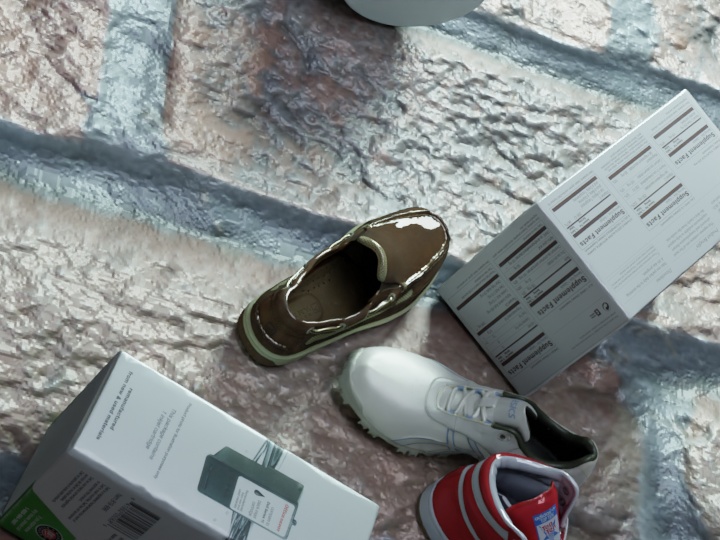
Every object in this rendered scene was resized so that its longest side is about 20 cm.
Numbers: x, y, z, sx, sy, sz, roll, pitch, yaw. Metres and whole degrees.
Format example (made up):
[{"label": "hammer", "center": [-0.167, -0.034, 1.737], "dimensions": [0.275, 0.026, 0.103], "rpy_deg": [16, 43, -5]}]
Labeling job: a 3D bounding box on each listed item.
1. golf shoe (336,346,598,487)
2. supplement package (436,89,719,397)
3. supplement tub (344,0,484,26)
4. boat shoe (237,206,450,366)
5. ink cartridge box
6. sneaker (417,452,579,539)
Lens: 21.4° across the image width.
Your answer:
[{"label": "golf shoe", "center": [0.083, 0.102, 1.384], "dimensions": [0.199, 0.097, 0.079], "rpy_deg": [27, 57, -13]}, {"label": "supplement package", "center": [0.187, -0.020, 1.466], "dimensions": [0.200, 0.156, 0.111], "rpy_deg": [-35, 85, -37]}, {"label": "supplement tub", "center": [0.041, -0.315, 1.552], "dimensions": [0.131, 0.132, 0.201], "rpy_deg": [11, 62, -24]}, {"label": "boat shoe", "center": [0.004, 0.005, 1.401], "dimensions": [0.202, 0.075, 0.075], "rpy_deg": [-36, 86, -37]}, {"label": "ink cartridge box", "center": [-0.109, 0.157, 1.217], "dimensions": [0.200, 0.147, 0.083], "rpy_deg": [33, 53, -12]}, {"label": "sneaker", "center": [0.133, 0.215, 1.343], "dimensions": [0.200, 0.112, 0.071], "rpy_deg": [49, 53, 1]}]
